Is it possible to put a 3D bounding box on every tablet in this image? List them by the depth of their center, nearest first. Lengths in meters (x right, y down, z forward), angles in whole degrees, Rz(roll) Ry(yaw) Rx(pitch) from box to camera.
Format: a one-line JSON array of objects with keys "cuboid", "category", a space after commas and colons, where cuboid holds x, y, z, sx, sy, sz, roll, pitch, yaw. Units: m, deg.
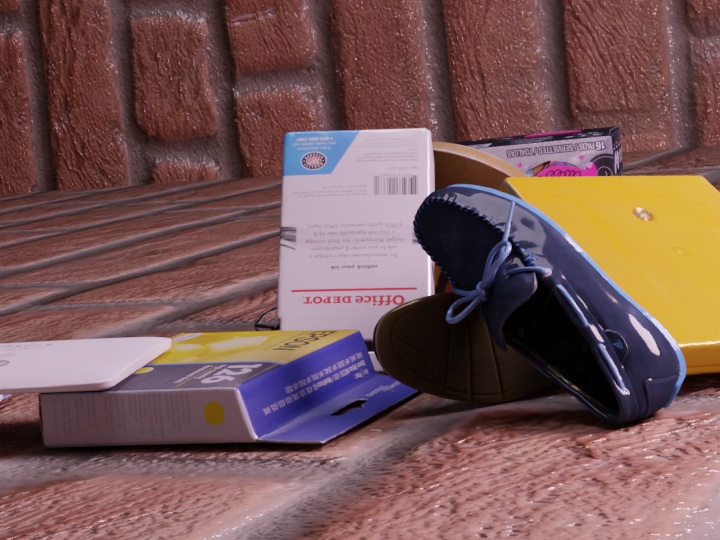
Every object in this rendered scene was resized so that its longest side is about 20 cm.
[{"cuboid": [-0.236, 0.063, 1.196, 0.198, 0.014, 0.130, -4, 9, 13], "category": "tablet"}]

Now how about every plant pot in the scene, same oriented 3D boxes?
[{"cuboid": [0.089, -0.042, 1.493, 0.199, 0.200, 0.028, 0, 51, 38], "category": "plant pot"}]

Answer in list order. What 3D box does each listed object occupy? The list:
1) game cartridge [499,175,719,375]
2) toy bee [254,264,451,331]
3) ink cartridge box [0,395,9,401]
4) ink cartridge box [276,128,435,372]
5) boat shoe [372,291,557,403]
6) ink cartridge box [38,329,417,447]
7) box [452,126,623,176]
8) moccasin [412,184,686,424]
[{"cuboid": [0.209, 0.000, 1.207, 0.175, 0.033, 0.200, -2, 36, -28], "category": "game cartridge"}, {"cuboid": [0.000, 0.000, 1.447, 0.199, 0.109, 0.131, -14, 30, 2], "category": "toy bee"}, {"cuboid": [-0.358, 0.095, 1.262, 0.197, 0.044, 0.200, -6, 6, 2], "category": "ink cartridge box"}, {"cuboid": [-0.002, -0.004, 1.366, 0.115, 0.201, 0.067, -1, -26, 4], "category": "ink cartridge box"}, {"cuboid": [0.095, 0.048, 1.187, 0.199, 0.072, 0.066, -3, 0, -22], "category": "boat shoe"}, {"cuboid": [-0.076, 0.074, 1.195, 0.199, 0.047, 0.197, -5, 6, 23], "category": "ink cartridge box"}, {"cuboid": [0.193, -0.091, 2.035, 0.198, 0.116, 0.132, -5, 8, 13], "category": "box"}, {"cuboid": [0.105, 0.015, 1.089, 0.200, 0.081, 0.068, 35, 41, 26], "category": "moccasin"}]
